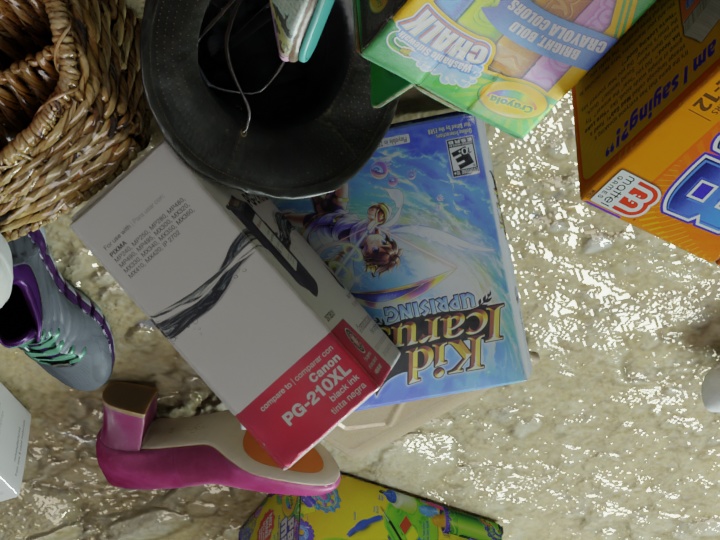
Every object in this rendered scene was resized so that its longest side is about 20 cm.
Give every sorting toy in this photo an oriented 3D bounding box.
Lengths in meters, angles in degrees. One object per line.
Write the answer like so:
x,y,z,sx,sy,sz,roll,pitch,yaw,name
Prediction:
0.005,0.058,1.583,0.185,0.037,0.200,-31,134,31,sorting toy

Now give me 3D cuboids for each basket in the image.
-0.245,-0.109,1.309,0.199,0.143,0.149,-21,135,23,basket

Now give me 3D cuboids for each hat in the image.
-0.066,-0.139,1.305,0.200,0.201,0.081,38,165,-35,hat

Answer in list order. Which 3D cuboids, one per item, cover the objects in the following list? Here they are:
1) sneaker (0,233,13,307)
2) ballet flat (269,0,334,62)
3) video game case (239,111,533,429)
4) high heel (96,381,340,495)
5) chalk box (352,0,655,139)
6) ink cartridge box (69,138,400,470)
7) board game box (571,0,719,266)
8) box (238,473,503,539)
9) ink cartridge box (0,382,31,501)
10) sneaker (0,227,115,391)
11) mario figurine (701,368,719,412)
-0.258,0.003,1.257,0.072,0.085,0.200,-5,158,8,sneaker
-0.018,-0.218,1.220,0.071,0.069,0.200,27,111,-3,ballet flat
0.000,0.000,1.421,0.199,0.045,0.182,-11,97,10,video game case
-0.111,0.153,1.636,0.199,0.067,0.096,13,131,10,high heel
0.075,-0.170,1.239,0.123,0.125,0.200,25,129,-25,chalk box
-0.074,0.012,1.336,0.084,0.145,0.200,-41,91,9,ink cartridge box
0.258,-0.132,1.233,0.199,0.200,0.200,24,135,-24,board game box
0.007,0.289,1.716,0.192,0.201,0.122,20,136,-20,box
-0.362,0.102,1.595,0.146,0.083,0.200,-17,136,19,ink cartridge box
-0.236,0.041,1.521,0.074,0.088,0.200,-13,137,15,sneaker
0.331,0.067,1.576,0.123,0.106,0.201,30,131,22,mario figurine
